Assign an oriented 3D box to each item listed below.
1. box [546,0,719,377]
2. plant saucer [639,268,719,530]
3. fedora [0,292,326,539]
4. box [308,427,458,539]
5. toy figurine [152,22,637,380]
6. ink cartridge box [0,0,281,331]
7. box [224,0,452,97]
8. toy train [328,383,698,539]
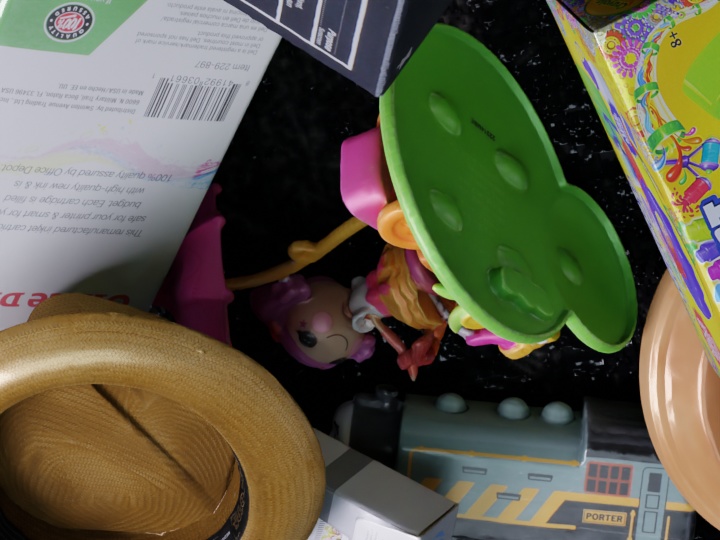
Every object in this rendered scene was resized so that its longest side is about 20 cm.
[{"bbox_3d":[0.208,-0.067,1.092,0.192,0.122,0.200,-27,109,1],"label":"box"},{"bbox_3d":[0.231,0.047,1.206,0.200,0.037,0.200,-2,104,-6],"label":"plant saucer"},{"bbox_3d":[-0.111,0.074,1.149,0.200,0.082,0.201,-4,133,-4],"label":"fedora"},{"bbox_3d":[-0.058,0.139,1.261,0.200,0.041,0.156,25,123,23],"label":"box"},{"bbox_3d":[0.000,0.000,1.202,0.184,0.150,0.200,-22,141,31],"label":"toy figurine"},{"bbox_3d":[-0.136,-0.070,1.132,0.145,0.088,0.200,1,126,-39],"label":"ink cartridge box"},{"bbox_3d":[-0.031,-0.202,0.992,0.198,0.123,0.200,34,156,8],"label":"box"},{"bbox_3d":[0.075,0.115,1.271,0.200,0.085,0.114,6,108,2],"label":"toy train"}]
